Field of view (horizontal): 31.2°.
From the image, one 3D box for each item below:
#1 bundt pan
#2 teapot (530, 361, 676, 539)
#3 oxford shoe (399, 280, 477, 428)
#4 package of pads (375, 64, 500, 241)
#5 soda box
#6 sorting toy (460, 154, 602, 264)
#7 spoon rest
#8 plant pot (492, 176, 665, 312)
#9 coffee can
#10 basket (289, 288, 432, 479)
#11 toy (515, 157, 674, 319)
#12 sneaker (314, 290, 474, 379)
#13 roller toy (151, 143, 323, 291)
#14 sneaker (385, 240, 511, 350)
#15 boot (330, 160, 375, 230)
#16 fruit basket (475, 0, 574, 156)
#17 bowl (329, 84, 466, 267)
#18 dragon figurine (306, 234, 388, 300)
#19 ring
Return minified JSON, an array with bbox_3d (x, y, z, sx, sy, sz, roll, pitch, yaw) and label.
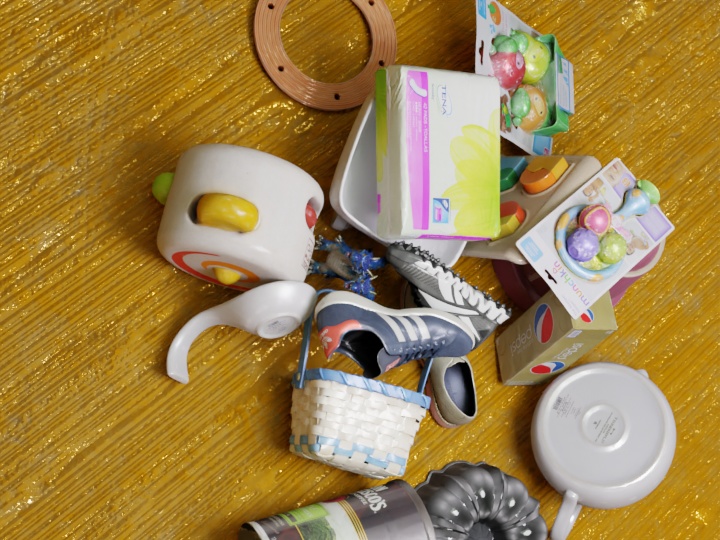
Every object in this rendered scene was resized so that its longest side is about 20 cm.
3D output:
[{"bbox_3d":[0.151,0.338,1.608,0.200,0.076,0.204,4,79,-22],"label":"bundt pan"},{"bbox_3d":[0.310,0.226,1.661,0.198,0.146,0.199,-17,63,0],"label":"teapot"},{"bbox_3d":[0.108,0.098,1.634,0.070,0.074,0.202,-19,88,-23],"label":"oxford shoe"},{"bbox_3d":[0.095,-0.137,1.525,0.153,0.068,0.203,1,88,-33],"label":"package of pads"},{"bbox_3d":[0.242,0.081,1.620,0.063,0.200,0.068,2,65,-21],"label":"soda box"},{"bbox_3d":[0.183,-0.089,1.639,0.185,0.199,0.037,-48,122,-22],"label":"sorting toy"},{"bbox_3d":[-0.142,0.061,1.507,0.199,0.099,0.061,-28,60,13],"label":"spoon rest"},{"bbox_3d":[0.296,-0.040,1.679,0.198,0.179,0.203,4,78,-21],"label":"plant pot"},{"bbox_3d":[-0.026,0.339,1.497,0.198,0.146,0.148,-12,85,-23],"label":"coffee can"},{"bbox_3d":[-0.003,0.138,1.546,0.175,0.139,0.202,20,78,-21],"label":"basket"},{"bbox_3d":[0.293,-0.048,1.546,0.200,0.047,0.115,-38,88,-30],"label":"toy"},{"bbox_3d":[0.041,0.089,1.481,0.198,0.075,0.085,11,48,-18],"label":"sneaker"},{"bbox_3d":[-0.140,-0.052,1.502,0.181,0.199,0.141,24,71,-34],"label":"roller toy"},{"bbox_3d":[0.093,0.040,1.545,0.199,0.066,0.091,33,94,-35],"label":"sneaker"},{"bbox_3d":[0.040,-0.123,1.648,0.095,0.074,0.201,28,70,-7],"label":"boot"},{"bbox_3d":[0.208,-0.255,1.689,0.199,0.093,0.188,26,61,-56],"label":"fruit basket"},{"bbox_3d":[0.057,-0.119,1.585,0.199,0.074,0.202,29,75,-27],"label":"bowl"},{"bbox_3d":[0.000,0.000,1.555,0.099,0.200,0.059,23,93,20],"label":"dragon figurine"},{"bbox_3d":[-0.046,-0.305,1.679,0.198,0.019,0.203,5,78,-22],"label":"ring"}]
